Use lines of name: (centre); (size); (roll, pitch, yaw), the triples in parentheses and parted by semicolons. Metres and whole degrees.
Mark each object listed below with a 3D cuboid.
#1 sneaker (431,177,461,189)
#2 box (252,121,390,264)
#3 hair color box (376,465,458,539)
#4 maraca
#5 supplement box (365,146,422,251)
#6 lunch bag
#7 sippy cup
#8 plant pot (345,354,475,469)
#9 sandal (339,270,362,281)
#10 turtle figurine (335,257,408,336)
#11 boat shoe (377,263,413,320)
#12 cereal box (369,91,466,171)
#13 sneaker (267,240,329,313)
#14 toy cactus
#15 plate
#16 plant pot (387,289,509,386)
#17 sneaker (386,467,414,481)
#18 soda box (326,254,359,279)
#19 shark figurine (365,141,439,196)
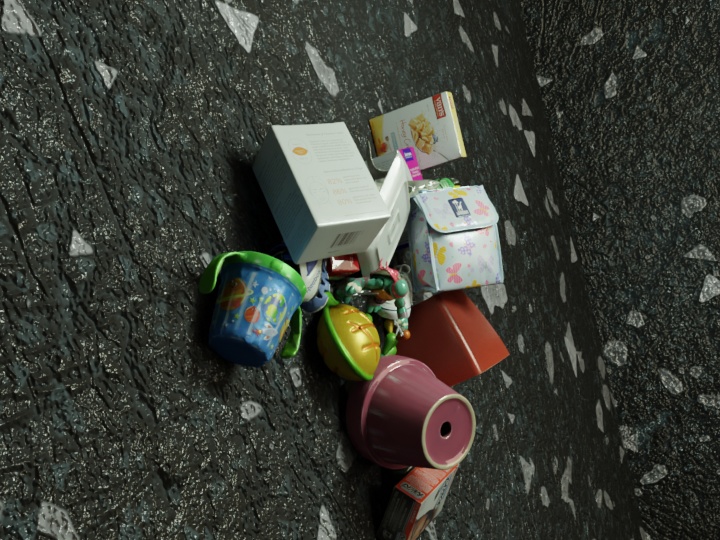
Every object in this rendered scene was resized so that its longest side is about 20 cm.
sneaker: (0.167, -0.093, 1.738); (0.083, 0.078, 0.206); (-2, 85, -27)
box: (-0.068, -0.132, 1.359); (0.149, 0.107, 0.203); (-9, 62, -34)
hair color box: (0.111, 0.430, 1.539); (0.199, 0.063, 0.113); (-16, 129, -61)
maraca: (-0.027, 0.111, 1.449); (0.137, 0.106, 0.202); (50, 12, -43)
supplement box: (0.083, -0.153, 1.772); (0.101, 0.101, 0.205); (-26, 99, -62)
lunch bag: (0.186, -0.064, 1.639); (0.166, 0.127, 0.206); (-6, 89, -23)
sippy cup: (-0.160, 0.064, 1.204); (0.174, 0.140, 0.133); (23, 61, -9)
plant pot: (0.100, 0.265, 1.451); (0.196, 0.177, 0.206); (-5, 99, -36)
sandal: (0.000, 0.001, 1.606); (0.199, 0.042, 0.078); (11, 68, -60)
turtle figurine: (0.037, 0.045, 1.467); (0.149, 0.199, 0.102); (40, 76, -18)
boat shoe: (0.076, 0.030, 1.644); (0.202, 0.073, 0.088); (-58, 154, -70)
cereal box: (0.125, -0.293, 1.808); (0.039, 0.196, 0.148); (-11, 86, -61)
sneaker: (-0.106, -0.038, 1.389); (0.115, 0.079, 0.205); (25, 57, -58)
toy cactus: (0.033, 0.188, 1.547); (0.164, 0.100, 0.205); (-35, 117, -50)
plate: (0.051, -0.085, 1.534); (0.201, 0.032, 0.203); (74, 38, -66)
plant pot: (0.165, 0.147, 1.703); (0.199, 0.197, 0.180); (-13, 78, -62)
sneaker: (0.111, 0.360, 1.618); (0.201, 0.074, 0.089); (-55, 130, -55)
soda box: (-0.058, -0.089, 1.494); (0.062, 0.069, 0.205); (-2, 77, -37)
shark figurine: (0.051, -0.180, 1.646); (0.212, 0.127, 0.091); (14, 46, -51)
